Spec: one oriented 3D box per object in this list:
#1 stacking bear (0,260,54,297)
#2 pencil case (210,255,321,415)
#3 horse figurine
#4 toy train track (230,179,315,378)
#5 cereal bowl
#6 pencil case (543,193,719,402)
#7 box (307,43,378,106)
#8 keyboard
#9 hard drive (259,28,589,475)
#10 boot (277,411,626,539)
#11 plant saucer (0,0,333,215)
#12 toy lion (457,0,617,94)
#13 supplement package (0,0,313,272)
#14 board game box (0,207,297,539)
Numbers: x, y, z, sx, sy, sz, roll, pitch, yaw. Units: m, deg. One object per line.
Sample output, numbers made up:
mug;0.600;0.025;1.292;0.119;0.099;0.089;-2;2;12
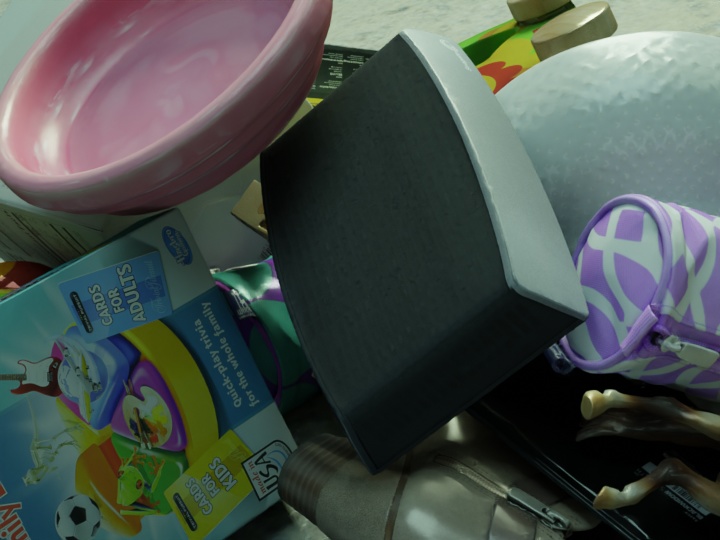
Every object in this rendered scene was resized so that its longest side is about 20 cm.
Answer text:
stacking bear;-0.199;0.055;0.796;0.121;0.114;0.200;-34;14;12
pencil case;-0.001;0.004;0.833;0.200;0.085;0.093;-28;77;-31
horse figurine;0.160;0.102;0.557;0.132;0.050;0.200;7;28;-24
toy train track;0.000;0.000;0.728;0.115;0.033;0.200;-55;42;-4
cereal bowl;0.141;-0.014;0.714;0.199;0.201;0.084;-8;44;6
pencil case;0.183;0.029;0.640;0.199;0.084;0.086;15;18;-23
box;-0.072;-0.142;1.066;0.159;0.050;0.199;7;6;43
keyboard;0.143;0.103;0.633;0.104;0.040;0.200;-23;48;-37
hard drive;0.017;-0.020;0.667;0.135;0.042;0.200;-38;43;19
boot;0.062;0.094;0.682;0.146;0.071;0.200;17;32;28
plant saucer;-0.095;-0.100;0.732;0.200;0.051;0.201;-22;40;20
toy lion;0.060;-0.097;0.843;0.191;0.069;0.200;-24;19;9
supplement package;-0.143;-0.064;0.891;0.199;0.151;0.152;15;68;39
board game box;-0.137;0.082;0.668;0.200;0.151;0.047;-32;10;-34
